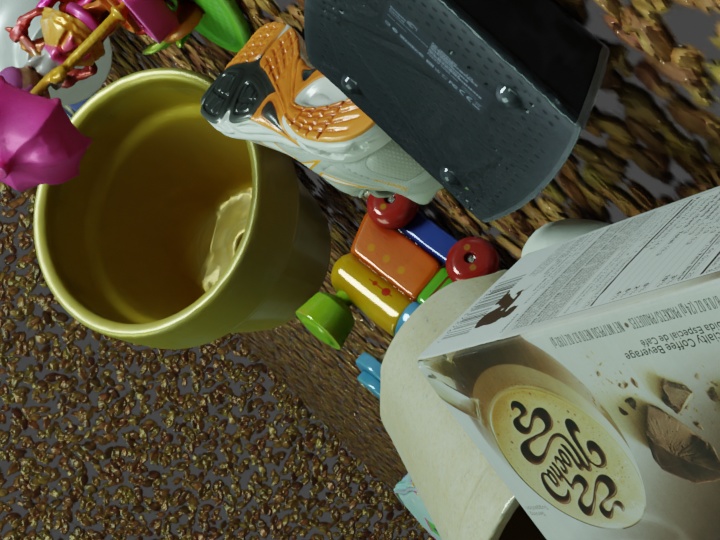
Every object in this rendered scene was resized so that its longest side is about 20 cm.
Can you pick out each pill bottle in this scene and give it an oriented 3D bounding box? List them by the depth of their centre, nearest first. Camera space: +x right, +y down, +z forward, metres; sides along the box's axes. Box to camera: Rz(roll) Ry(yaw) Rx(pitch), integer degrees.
[{"bbox_3d":[-0.291,-0.207,1.243,0.200,0.113,0.113,31,166,48],"label":"pill bottle"}]

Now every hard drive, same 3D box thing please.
[{"bbox_3d":[0.037,-0.090,0.616,0.135,0.042,0.200,43,171,2],"label":"hard drive"}]

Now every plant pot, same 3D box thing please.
[{"bbox_3d":[0.106,0.099,0.803,0.201,0.200,0.184,50,180,-39],"label":"plant pot"},{"bbox_3d":[-0.120,-0.032,1.118,0.200,0.201,0.189,38,-175,26],"label":"plant pot"}]

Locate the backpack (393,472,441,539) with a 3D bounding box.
[{"bbox_3d":[0.115,0.142,1.011,0.175,0.154,0.200,38,177,-2],"label":"backpack"}]

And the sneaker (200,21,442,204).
[{"bbox_3d":[-0.020,-0.079,0.817,0.092,0.076,0.200,43,173,-33],"label":"sneaker"}]

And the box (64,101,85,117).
[{"bbox_3d":[-0.321,-0.177,1.754,0.121,0.032,0.200,39,169,23],"label":"box"}]

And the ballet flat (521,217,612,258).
[{"bbox_3d":[0.127,0.027,0.664,0.200,0.070,0.070,30,165,48],"label":"ballet flat"}]

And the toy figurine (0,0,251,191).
[{"bbox_3d":[-0.195,-0.139,0.929,0.150,0.184,0.200,48,170,-31],"label":"toy figurine"}]

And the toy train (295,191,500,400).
[{"bbox_3d":[0.000,0.000,0.940,0.200,0.116,0.085,38,169,28],"label":"toy train"}]

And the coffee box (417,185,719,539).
[{"bbox_3d":[0.123,0.040,0.523,0.113,0.080,0.200,53,152,-8],"label":"coffee box"}]
